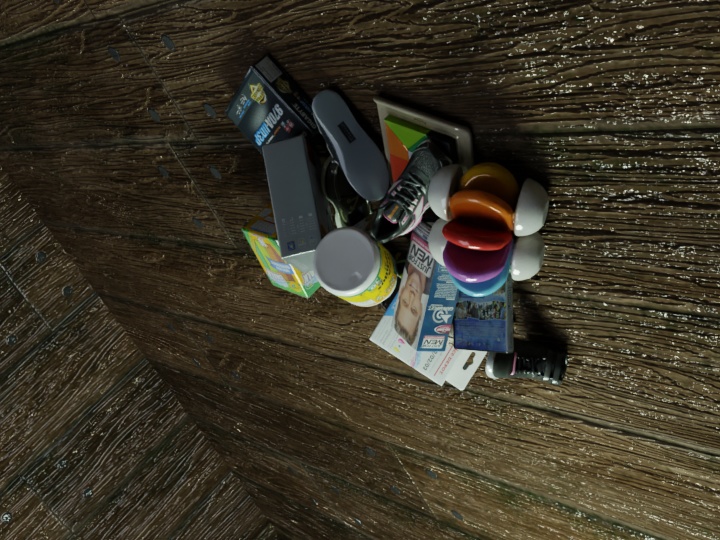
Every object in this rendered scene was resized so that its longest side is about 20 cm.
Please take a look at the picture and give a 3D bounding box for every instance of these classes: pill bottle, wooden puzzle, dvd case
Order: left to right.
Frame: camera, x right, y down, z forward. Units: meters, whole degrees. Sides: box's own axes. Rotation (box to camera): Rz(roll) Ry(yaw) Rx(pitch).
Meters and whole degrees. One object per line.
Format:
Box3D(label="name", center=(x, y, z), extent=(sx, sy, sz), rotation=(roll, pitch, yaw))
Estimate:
Box3D(label="pill bottle", center=(0.000, 0.000, 1.667), extent=(0.112, 0.113, 0.200), rotation=(36, 180, 18))
Box3D(label="wooden puzzle", center=(0.103, -0.170, 1.558), extent=(0.184, 0.037, 0.201), rotation=(26, 148, 35))
Box3D(label="dvd case", center=(0.194, 0.028, 1.591), extent=(0.142, 0.017, 0.203), rotation=(-2, 89, 60))

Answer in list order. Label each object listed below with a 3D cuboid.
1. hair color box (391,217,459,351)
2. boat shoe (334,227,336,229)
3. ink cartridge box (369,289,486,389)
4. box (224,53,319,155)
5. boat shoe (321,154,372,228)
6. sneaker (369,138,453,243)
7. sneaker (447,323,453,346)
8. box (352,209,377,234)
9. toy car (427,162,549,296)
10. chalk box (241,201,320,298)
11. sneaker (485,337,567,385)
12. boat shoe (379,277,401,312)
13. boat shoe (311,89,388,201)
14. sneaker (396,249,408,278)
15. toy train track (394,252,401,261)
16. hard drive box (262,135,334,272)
Box3D(label="hair color box", center=(0.115, 0.024, 1.646), extent=(0.100, 0.060, 0.202), rotation=(42, 125, 58))
Box3D(label="boat shoe", center=(-0.037, -0.017, 1.839), extent=(0.200, 0.065, 0.072), rotation=(44, 129, 21))
Box3D(label="ink cartridge box", center=(0.131, 0.127, 1.813), extent=(0.199, 0.116, 0.068), rotation=(32, -173, 4))
Box3D(label="box", center=(-0.154, -0.276, 1.774), extent=(0.159, 0.046, 0.200), rotation=(48, 154, -4))
Box3D(label="boat shoe", center=(-0.018, -0.128, 1.764), extent=(0.060, 0.072, 0.203), rotation=(27, 155, 29))
Box3D(label="sneaker", center=(0.075, -0.108, 1.530), extent=(0.080, 0.086, 0.201), rotation=(37, 136, 12))
Box3D(label="sneaker", center=(0.170, 0.101, 1.749), extent=(0.198, 0.070, 0.076), rotation=(17, 108, 10))
Box3D(label="box", center=(0.034, -0.077, 1.704), extent=(0.038, 0.042, 0.200), rotation=(25, 151, -22))
Box3D(label="toy car", center=(0.176, -0.049, 1.445), extent=(0.173, 0.151, 0.202), rotation=(12, 132, 17))
Box3D(label="chalk box", center=(-0.126, -0.035, 1.994), extent=(0.124, 0.124, 0.201), rotation=(15, 141, 46))
Box3D(label="sneaker", center=(0.283, 0.152, 1.644), extent=(0.098, 0.072, 0.199), rotation=(14, -174, 32))
Box3D(label="boat shoe", center=(0.087, 0.066, 1.891), extent=(0.200, 0.072, 0.076), rotation=(48, -173, -8))
Box3D(label="boat shoe", center=(-0.021, -0.203, 1.645), extent=(0.200, 0.073, 0.068), rotation=(54, 171, -4))
Box3D(label="sneaker", center=(0.159, 0.022, 1.739), extent=(0.199, 0.076, 0.076), rotation=(31, -178, 22))
Box3D(label="toy train track", center=(0.081, -0.003, 1.825), extent=(0.199, 0.033, 0.115), rotation=(36, -165, 0))
Box3D(label="hard drive box", center=(-0.102, -0.112, 1.724), extent=(0.156, 0.076, 0.202), rotation=(42, -144, -77))
